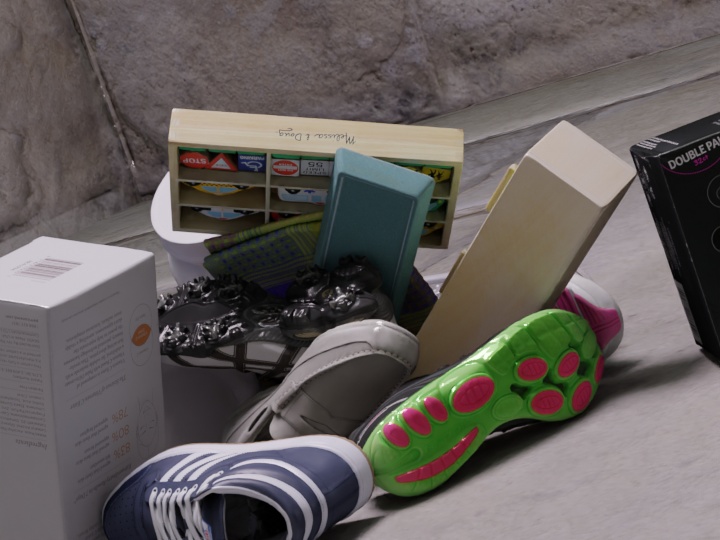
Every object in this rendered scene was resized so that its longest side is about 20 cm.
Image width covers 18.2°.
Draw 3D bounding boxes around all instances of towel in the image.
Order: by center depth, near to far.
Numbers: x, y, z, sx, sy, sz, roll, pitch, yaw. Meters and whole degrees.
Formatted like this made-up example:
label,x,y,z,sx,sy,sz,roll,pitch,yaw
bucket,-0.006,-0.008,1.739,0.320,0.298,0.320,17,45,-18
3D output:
label,x,y,z,sx,sy,sz,roll,pitch,yaw
towel,-0.011,0.034,1.621,0.142,0.201,0.023,-13,44,23

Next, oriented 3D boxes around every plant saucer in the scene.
label,x,y,z,sx,sy,sz,roll,pitch,yaw
plant saucer,0.000,0.000,1.546,0.069,0.201,0.019,18,47,4

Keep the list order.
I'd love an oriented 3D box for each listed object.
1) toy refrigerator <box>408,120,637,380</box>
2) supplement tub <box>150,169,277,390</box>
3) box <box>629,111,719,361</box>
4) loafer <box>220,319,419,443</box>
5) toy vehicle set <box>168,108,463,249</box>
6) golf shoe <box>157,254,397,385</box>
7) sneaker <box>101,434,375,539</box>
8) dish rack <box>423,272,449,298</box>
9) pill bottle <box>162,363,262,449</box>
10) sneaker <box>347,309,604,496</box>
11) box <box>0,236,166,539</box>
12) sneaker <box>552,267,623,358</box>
label,x,y,z,sx,sy,sz,roll,pitch,yaw
toy refrigerator,0.100,0.002,1.510,0.201,0.070,0.076,-60,-10,32
supplement tub,-0.058,0.000,1.717,0.144,0.200,0.146,-20,40,18
box,0.297,-0.044,1.454,0.198,0.150,0.124,-20,6,1
loafer,-0.029,0.097,1.498,0.200,0.070,0.070,-41,30,45
toy vehicle set,-0.032,-0.061,1.547,0.198,0.027,0.125,4,-28,0
golf shoe,-0.065,0.053,1.557,0.198,0.095,0.078,-5,42,28
sneaker,-0.098,0.153,1.386,0.199,0.071,0.108,-14,10,30
dish rack,0.021,0.048,1.900,0.171,0.044,0.199,-26,10,-33
pill bottle,-0.143,0.098,1.700,0.113,0.115,0.200,-21,8,-11
sneaker,0.073,0.078,1.450,0.199,0.077,0.084,-23,12,-29
box,-0.202,0.095,1.489,0.097,0.202,0.124,7,20,27
sneaker,0.139,0.025,1.627,0.088,0.082,0.200,-19,12,-23
